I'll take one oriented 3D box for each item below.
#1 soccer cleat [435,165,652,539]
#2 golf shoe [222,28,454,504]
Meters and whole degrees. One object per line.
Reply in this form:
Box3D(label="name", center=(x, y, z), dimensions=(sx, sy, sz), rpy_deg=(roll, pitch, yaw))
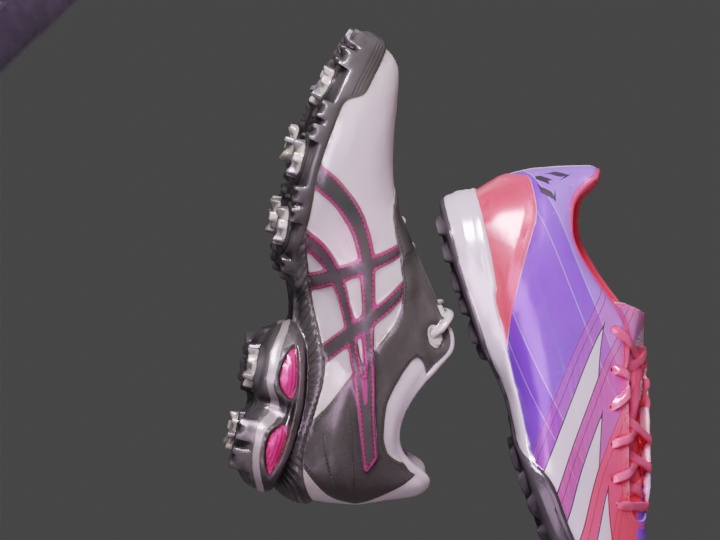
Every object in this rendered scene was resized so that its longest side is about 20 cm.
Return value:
Box3D(label="soccer cleat", center=(0.093, 0.054, 1.175), dimensions=(0.073, 0.068, 0.201), rpy_deg=(-19, 86, 4))
Box3D(label="golf shoe", center=(0.000, 0.000, 1.190), dimensions=(0.088, 0.077, 0.201), rpy_deg=(10, 100, -4))
